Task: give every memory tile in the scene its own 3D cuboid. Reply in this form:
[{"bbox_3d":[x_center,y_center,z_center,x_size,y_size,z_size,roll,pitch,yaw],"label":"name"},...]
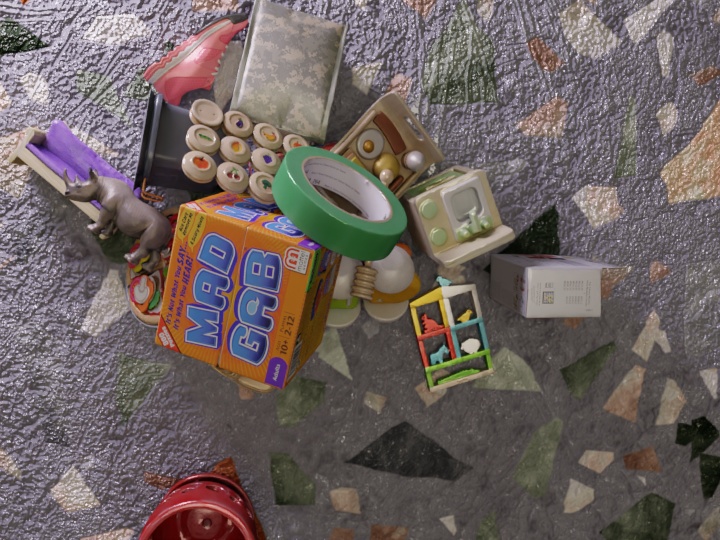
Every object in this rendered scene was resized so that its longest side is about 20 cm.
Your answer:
[{"bbox_3d":[-0.162,-0.169,1.073,0.196,0.017,0.156,17,51,-23],"label":"memory tile"}]

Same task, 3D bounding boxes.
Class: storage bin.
[{"bbox_3d":[-0.283,-0.178,1.149,0.131,0.199,0.149,10,81,-18],"label":"storage bin"}]

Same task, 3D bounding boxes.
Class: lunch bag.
[{"bbox_3d":[-0.118,-0.308,1.179,0.160,0.118,0.205,14,74,-9],"label":"lunch bag"}]

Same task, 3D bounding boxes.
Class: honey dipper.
[{"bbox_3d":[0.023,-0.057,1.128,0.037,0.038,0.205,14,85,-9],"label":"honey dipper"}]

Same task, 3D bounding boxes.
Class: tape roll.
[{"bbox_3d":[-0.028,-0.097,1.028,0.197,0.202,0.049,28,118,-10],"label":"tape roll"}]

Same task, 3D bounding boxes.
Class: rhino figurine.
[{"bbox_3d":[-0.380,-0.092,1.131,0.199,0.060,0.088,40,92,-6],"label":"rhino figurine"}]

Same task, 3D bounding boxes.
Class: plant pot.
[{"bbox_3d":[-0.269,0.451,1.226,0.195,0.182,0.206,-1,97,-8],"label":"plant pot"}]

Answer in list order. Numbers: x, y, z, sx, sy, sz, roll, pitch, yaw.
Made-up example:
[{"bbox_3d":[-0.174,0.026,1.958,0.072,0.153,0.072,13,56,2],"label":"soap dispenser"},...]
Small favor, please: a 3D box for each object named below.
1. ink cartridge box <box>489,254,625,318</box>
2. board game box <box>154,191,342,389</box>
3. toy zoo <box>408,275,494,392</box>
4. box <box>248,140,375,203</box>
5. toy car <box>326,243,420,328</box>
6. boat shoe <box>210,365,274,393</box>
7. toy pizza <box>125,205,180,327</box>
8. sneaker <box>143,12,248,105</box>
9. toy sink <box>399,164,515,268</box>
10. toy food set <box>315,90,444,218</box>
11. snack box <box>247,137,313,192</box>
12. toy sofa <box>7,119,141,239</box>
[{"bbox_3d":[0.334,0.023,1.256,0.171,0.200,0.086,0,97,-7],"label":"ink cartridge box"},{"bbox_3d":[-0.150,0.016,1.060,0.196,0.200,0.204,17,106,9],"label":"board game box"},{"bbox_3d":[0.163,0.108,1.333,0.128,0.020,0.205,-16,98,-6],"label":"toy zoo"},{"bbox_3d":[-0.079,-0.156,1.208,0.196,0.099,0.098,-13,105,-18],"label":"box"},{"bbox_3d":[0.000,0.000,1.243,0.195,0.176,0.153,-7,63,-7],"label":"toy car"},{"bbox_3d":[-0.226,0.152,1.257,0.198,0.069,0.074,36,91,-10],"label":"boat shoe"},{"bbox_3d":[-0.323,-0.010,1.179,0.031,0.198,0.204,22,95,-52],"label":"toy pizza"},{"bbox_3d":[-0.259,-0.350,1.207,0.198,0.074,0.088,-34,113,1],"label":"sneaker"},{"bbox_3d":[0.152,-0.098,1.213,0.128,0.200,0.114,-24,107,-4],"label":"toy sink"},{"bbox_3d":[0.028,-0.163,1.162,0.200,0.060,0.144,-47,114,-10],"label":"toy food set"},{"bbox_3d":[-0.135,-0.184,1.255,0.071,0.024,0.204,24,92,-12],"label":"snack box"},{"bbox_3d":[-0.457,-0.152,1.184,0.199,0.083,0.098,41,90,-10],"label":"toy sofa"}]
